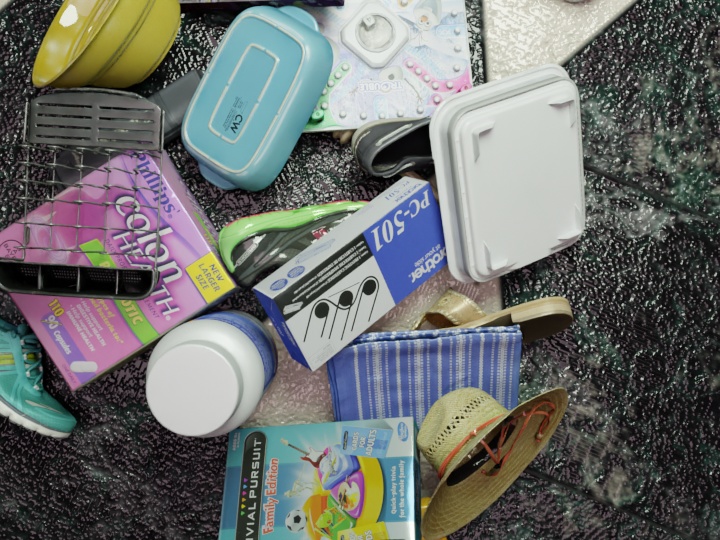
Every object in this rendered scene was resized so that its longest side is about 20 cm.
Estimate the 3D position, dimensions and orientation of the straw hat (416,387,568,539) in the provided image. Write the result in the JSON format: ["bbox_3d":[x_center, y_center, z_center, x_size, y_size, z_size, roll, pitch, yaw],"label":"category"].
[{"bbox_3d":[0.109,0.168,0.843,0.201,0.201,0.085,-48,59,2],"label":"straw hat"}]

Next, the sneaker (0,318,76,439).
[{"bbox_3d":[-0.374,0.098,0.893,0.080,0.078,0.200,-42,91,-7],"label":"sneaker"}]

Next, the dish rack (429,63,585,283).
[{"bbox_3d":[0.159,-0.090,0.832,0.172,0.044,0.200,-22,119,-22],"label":"dish rack"}]

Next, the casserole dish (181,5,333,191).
[{"bbox_3d":[-0.111,-0.175,0.841,0.121,0.039,0.200,33,102,15],"label":"casserole dish"}]

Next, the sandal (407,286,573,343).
[{"bbox_3d":[0.114,0.049,0.893,0.212,0.078,0.070,-15,57,10],"label":"sandal"}]

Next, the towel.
[{"bbox_3d":[0.068,0.122,0.874,0.200,0.024,0.145,-4,126,1],"label":"towel"}]

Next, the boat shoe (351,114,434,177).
[{"bbox_3d":[0.093,-0.130,0.844,0.200,0.063,0.073,-12,119,-3],"label":"boat shoe"}]

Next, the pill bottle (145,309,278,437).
[{"bbox_3d":[-0.146,0.100,0.824,0.112,0.200,0.112,0,91,1],"label":"pill bottle"}]

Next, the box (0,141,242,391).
[{"bbox_3d":[-0.251,-0.005,0.874,0.200,0.097,0.176,-32,91,1],"label":"box"}]

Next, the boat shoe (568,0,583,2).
[{"bbox_3d":[0.173,-0.357,0.873,0.200,0.065,0.074,28,92,0],"label":"boat shoe"}]

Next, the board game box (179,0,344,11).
[{"bbox_3d":[-0.104,-0.331,0.858,0.200,0.032,0.120,6,86,25],"label":"board game box"}]

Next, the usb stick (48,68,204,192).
[{"bbox_3d":[-0.243,-0.147,0.901,0.200,0.033,0.055,-31,80,2],"label":"usb stick"}]

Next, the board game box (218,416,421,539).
[{"bbox_3d":[-0.040,0.233,0.849,0.200,0.047,0.151,-6,58,11],"label":"board game box"}]

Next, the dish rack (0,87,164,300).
[{"bbox_3d":[-0.261,-0.075,0.798,0.153,0.055,0.200,4,91,0],"label":"dish rack"}]

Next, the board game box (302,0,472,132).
[{"bbox_3d":[0.016,-0.250,0.876,0.200,0.026,0.200,-4,84,-6],"label":"board game box"}]

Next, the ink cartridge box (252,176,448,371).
[{"bbox_3d":[0.000,0.000,0.827,0.200,0.044,0.094,-38,122,-21],"label":"ink cartridge box"}]

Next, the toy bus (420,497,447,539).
[{"bbox_3d":[-0.008,0.299,0.888,0.200,0.078,0.065,-21,90,1],"label":"toy bus"}]

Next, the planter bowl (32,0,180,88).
[{"bbox_3d":[-0.243,-0.250,0.852,0.083,0.200,0.200,33,92,-36],"label":"planter bowl"}]

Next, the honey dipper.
[{"bbox_3d":[0.035,-0.115,0.895,0.200,0.038,0.038,39,92,1],"label":"honey dipper"}]

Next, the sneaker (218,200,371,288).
[{"bbox_3d":[-0.047,-0.025,0.865,0.200,0.077,0.084,-11,94,-20],"label":"sneaker"}]
